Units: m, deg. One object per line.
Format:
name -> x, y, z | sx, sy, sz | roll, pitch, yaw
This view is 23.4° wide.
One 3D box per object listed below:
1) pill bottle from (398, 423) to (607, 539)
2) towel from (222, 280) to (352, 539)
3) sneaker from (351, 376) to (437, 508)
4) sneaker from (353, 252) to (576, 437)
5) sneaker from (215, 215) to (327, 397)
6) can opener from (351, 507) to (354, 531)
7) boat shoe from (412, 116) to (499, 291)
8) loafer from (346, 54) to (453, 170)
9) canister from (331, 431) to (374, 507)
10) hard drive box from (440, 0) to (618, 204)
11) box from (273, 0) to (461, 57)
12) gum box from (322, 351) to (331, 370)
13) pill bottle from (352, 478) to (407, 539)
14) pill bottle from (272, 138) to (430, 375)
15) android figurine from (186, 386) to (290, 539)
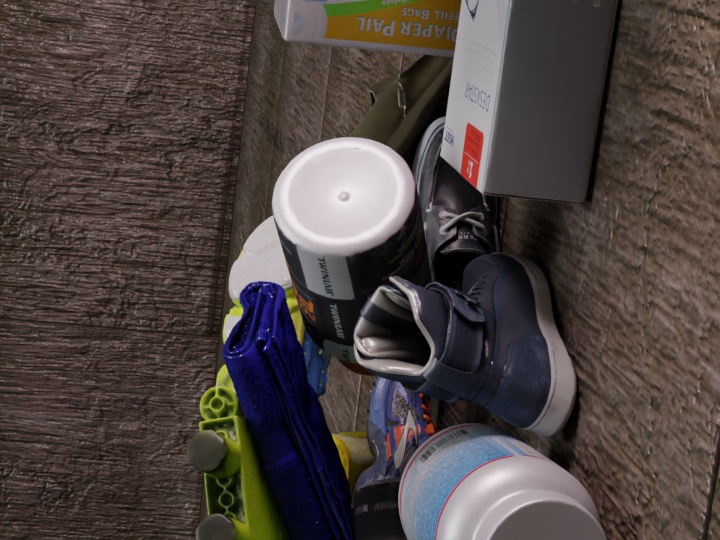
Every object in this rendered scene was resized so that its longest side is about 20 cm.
pill bottle -> 0.094, 0.169, 1.135 | 0.200, 0.108, 0.110 | -153, 69, -79
towel -> -0.049, 0.118, 1.363 | 0.148, 0.049, 0.201 | -80, -26, -68
sneaker -> 0.048, 0.159, 1.510 | 0.075, 0.078, 0.201 | 55, -141, -54
sneaker -> 0.063, 0.029, 1.239 | 0.203, 0.145, 0.077 | -108, 39, -61
sneaker -> -0.068, 0.052, 1.500 | 0.105, 0.075, 0.201 | 50, -131, -50
can opener -> 0.019, 0.294, 1.446 | 0.067, 0.053, 0.201 | -10, -99, -67
boat shoe -> 0.079, -0.025, 1.404 | 0.068, 0.071, 0.202 | -173, 86, -81
loafer -> 0.041, -0.141, 1.461 | 0.200, 0.067, 0.076 | -54, -21, -25
canister -> -0.021, 0.217, 1.566 | 0.200, 0.086, 0.150 | 25, -111, -72
hard drive box -> 0.120, -0.162, 1.235 | 0.156, 0.076, 0.201 | -125, 41, -75
box -> 0.038, -0.235, 1.373 | 0.101, 0.198, 0.113 | -110, 26, -68
gum box -> -0.053, 0.035, 1.625 | 0.170, 0.044, 0.201 | -108, 32, -66
pill bottle -> 0.045, 0.270, 1.361 | 0.106, 0.105, 0.201 | 124, 149, -69
pill bottle -> 0.000, 0.000, 1.318 | 0.200, 0.105, 0.107 | 77, -171, -55
android figurine -> -0.087, 0.183, 1.328 | 0.200, 0.041, 0.183 | 50, -150, -73
